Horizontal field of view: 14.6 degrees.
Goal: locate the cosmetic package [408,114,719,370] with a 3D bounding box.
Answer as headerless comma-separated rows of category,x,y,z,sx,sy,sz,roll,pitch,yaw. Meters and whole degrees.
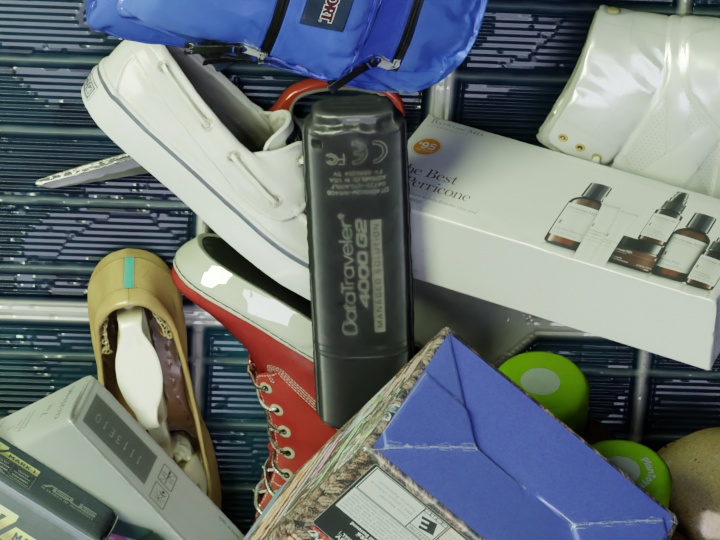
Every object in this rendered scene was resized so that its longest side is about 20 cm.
cosmetic package,0.107,-0.018,1.469,0.199,0.083,0.051,17,131,21

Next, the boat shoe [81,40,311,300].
boat shoe,-0.053,-0.057,1.490,0.200,0.072,0.066,41,113,-12

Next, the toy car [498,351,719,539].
toy car,0.178,0.124,1.579,0.199,0.158,0.165,-19,134,-23

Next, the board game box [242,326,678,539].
board game box,0.038,0.153,1.460,0.159,0.097,0.200,40,139,-4

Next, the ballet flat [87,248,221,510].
ballet flat,-0.119,0.088,1.564,0.068,0.063,0.201,-11,115,0

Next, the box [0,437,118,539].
box,-0.252,0.145,1.495,0.199,0.051,0.158,32,107,-3

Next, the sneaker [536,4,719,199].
sneaker,0.151,-0.051,1.525,0.115,0.074,0.201,11,117,7

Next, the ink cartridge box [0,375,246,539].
ink cartridge box,-0.149,0.166,1.571,0.173,0.044,0.200,-27,115,35

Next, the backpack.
backpack,-0.027,-0.167,1.402,0.199,0.168,0.163,12,120,-13

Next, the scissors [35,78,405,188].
scissors,-0.076,-0.074,1.523,0.199,0.014,0.074,2,116,-4

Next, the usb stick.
usb stick,0.000,0.000,1.463,0.055,0.033,0.201,-2,124,2

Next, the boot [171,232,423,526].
boot,-0.049,0.078,1.563,0.200,0.073,0.144,34,109,-21
